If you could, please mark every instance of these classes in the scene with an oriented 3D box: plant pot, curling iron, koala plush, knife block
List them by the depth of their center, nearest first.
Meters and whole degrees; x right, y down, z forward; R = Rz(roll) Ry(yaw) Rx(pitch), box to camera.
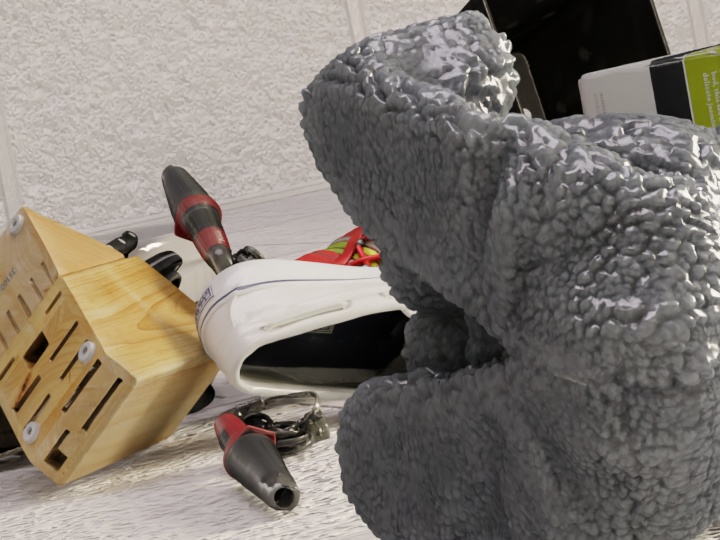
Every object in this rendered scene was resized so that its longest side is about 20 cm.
[{"bbox_3d":[0.112,0.003,0.943,0.199,0.178,0.184,-13,16,-29],"label":"koala plush"},{"bbox_3d":[-0.037,0.074,1.225,0.049,0.026,0.200,-14,5,-1],"label":"curling iron"},{"bbox_3d":[-0.100,0.048,1.413,0.175,0.064,0.200,26,16,-35],"label":"knife block"},{"bbox_3d":[-0.078,-0.019,1.496,0.026,0.050,0.200,-39,25,-3],"label":"curling iron"},{"bbox_3d":[0.176,-0.167,2.842,0.199,0.201,0.177,-14,-7,-34],"label":"plant pot"}]

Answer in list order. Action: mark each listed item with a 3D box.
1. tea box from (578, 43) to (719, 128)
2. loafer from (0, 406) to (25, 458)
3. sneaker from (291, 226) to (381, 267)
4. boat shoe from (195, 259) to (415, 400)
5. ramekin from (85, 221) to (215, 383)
[{"bbox_3d":[0.260,-0.069,1.615,0.196,0.134,0.200,-7,6,37],"label":"tea box"},{"bbox_3d":[-0.232,0.070,1.445,0.199,0.076,0.068,-12,-1,-23],"label":"loafer"},{"bbox_3d":[0.000,0.000,1.552,0.085,0.077,0.200,-54,-12,20],"label":"sneaker"},{"bbox_3d":[0.023,0.035,1.388,0.199,0.074,0.065,-5,36,-16],"label":"boat shoe"},{"bbox_3d":[-0.167,0.036,1.610,0.202,0.095,0.202,-12,4,1],"label":"ramekin"}]
